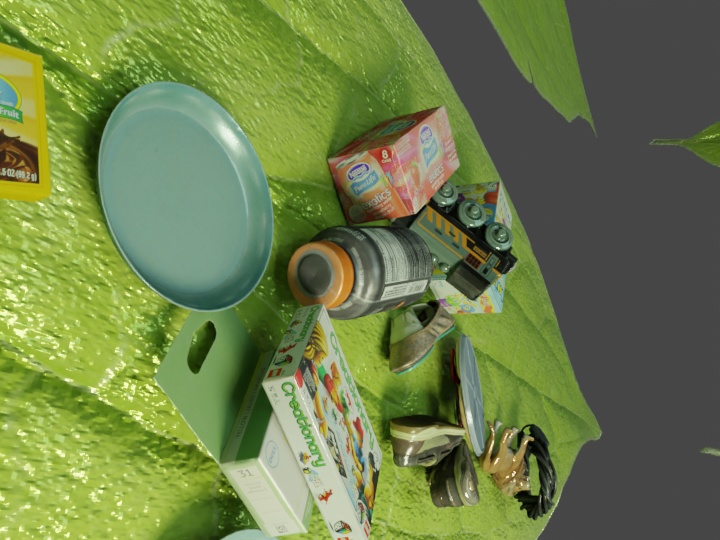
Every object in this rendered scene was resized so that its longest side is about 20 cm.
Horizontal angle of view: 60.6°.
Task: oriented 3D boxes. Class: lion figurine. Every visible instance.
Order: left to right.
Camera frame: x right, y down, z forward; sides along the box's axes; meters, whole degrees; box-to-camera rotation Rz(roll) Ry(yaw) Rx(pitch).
[{"bbox_3d":[0.259,0.348,1.140,0.200,0.072,0.123,31,85,-42],"label":"lion figurine"}]

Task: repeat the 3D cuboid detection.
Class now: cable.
[{"bbox_3d":[0.340,0.408,1.225,0.200,0.050,0.164,-89,-171,-77],"label":"cable"}]

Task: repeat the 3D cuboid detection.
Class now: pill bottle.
[{"bbox_3d":[0.000,0.000,0.719,0.200,0.106,0.107,-6,90,-60],"label":"pill bottle"}]

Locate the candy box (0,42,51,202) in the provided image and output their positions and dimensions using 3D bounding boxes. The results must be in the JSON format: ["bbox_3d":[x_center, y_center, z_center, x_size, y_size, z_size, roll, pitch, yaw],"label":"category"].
[{"bbox_3d":[-0.274,-0.100,0.344,0.200,0.026,0.103,0,81,-60],"label":"candy box"}]

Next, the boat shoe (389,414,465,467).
[{"bbox_3d":[0.092,0.243,0.877,0.200,0.073,0.065,22,79,-56],"label":"boat shoe"}]

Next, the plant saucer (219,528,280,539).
[{"bbox_3d":[-0.119,0.324,0.519,0.201,0.039,0.202,19,68,-58],"label":"plant saucer"}]

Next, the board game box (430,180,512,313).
[{"bbox_3d":[0.190,-0.039,1.050,0.105,0.102,0.201,56,39,-46],"label":"board game box"}]

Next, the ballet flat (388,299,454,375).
[{"bbox_3d":[0.078,0.088,0.894,0.067,0.068,0.200,62,26,1],"label":"ballet flat"}]

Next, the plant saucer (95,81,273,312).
[{"bbox_3d":[-0.150,-0.062,0.541,0.200,0.027,0.201,27,58,-54],"label":"plant saucer"}]

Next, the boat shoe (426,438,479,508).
[{"bbox_3d":[0.135,0.304,0.930,0.200,0.073,0.075,33,41,-78],"label":"boat shoe"}]

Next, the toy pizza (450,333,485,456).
[{"bbox_3d":[0.177,0.206,1.030,0.200,0.032,0.201,-9,90,-75],"label":"toy pizza"}]

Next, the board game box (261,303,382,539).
[{"bbox_3d":[-0.029,0.150,0.602,0.126,0.034,0.201,-72,146,-63],"label":"board game box"}]

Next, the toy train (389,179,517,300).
[{"bbox_3d":[0.136,-0.048,0.909,0.200,0.085,0.114,39,60,2],"label":"toy train"}]

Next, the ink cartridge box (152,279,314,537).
[{"bbox_3d":[-0.093,0.119,0.562,0.146,0.048,0.201,-78,150,-56],"label":"ink cartridge box"}]

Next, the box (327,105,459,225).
[{"bbox_3d":[0.053,-0.147,0.841,0.200,0.102,0.095,-47,124,-52],"label":"box"}]
